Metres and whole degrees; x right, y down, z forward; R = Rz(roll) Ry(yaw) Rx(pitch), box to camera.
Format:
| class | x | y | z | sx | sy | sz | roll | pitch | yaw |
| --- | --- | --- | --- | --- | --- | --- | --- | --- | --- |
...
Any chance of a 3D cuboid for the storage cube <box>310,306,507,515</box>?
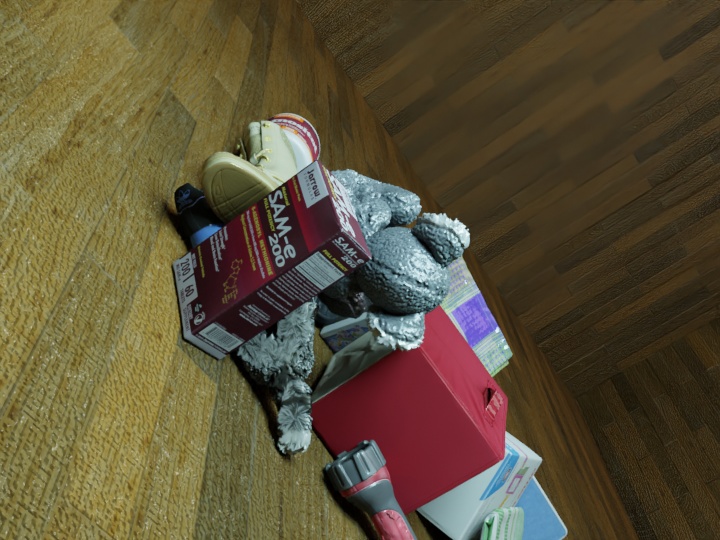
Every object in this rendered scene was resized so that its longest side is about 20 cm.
| class | x | y | z | sx | sy | sz | roll | pitch | yaw |
| --- | --- | --- | --- | --- | --- | --- | --- | --- | --- |
| storage cube | 0.063 | 0.165 | 1.002 | 0.180 | 0.199 | 0.171 | 52 | 19 | -7 |

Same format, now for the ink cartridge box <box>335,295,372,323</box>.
| class | x | y | z | sx | sy | sz | roll | pitch | yaw |
| --- | --- | --- | --- | --- | --- | --- | --- | --- | --- |
| ink cartridge box | 0.000 | 0.000 | 1.165 | 0.084 | 0.175 | 0.201 | -39 | 99 | -36 |

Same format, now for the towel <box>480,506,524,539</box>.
| class | x | y | z | sx | sy | sz | roll | pitch | yaw |
| --- | --- | --- | --- | --- | --- | --- | --- | --- | --- |
| towel | 0.199 | 0.415 | 1.133 | 0.200 | 0.023 | 0.155 | 32 | 64 | -62 |

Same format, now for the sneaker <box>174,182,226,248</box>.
| class | x | y | z | sx | sy | sz | roll | pitch | yaw |
| --- | --- | --- | --- | --- | --- | --- | --- | --- | --- |
| sneaker | -0.160 | -0.067 | 0.993 | 0.079 | 0.070 | 0.200 | 65 | 15 | 7 |

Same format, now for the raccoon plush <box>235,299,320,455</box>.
| class | x | y | z | sx | sy | sz | roll | pitch | yaw |
| --- | --- | --- | --- | --- | --- | --- | --- | --- | --- |
| raccoon plush | -0.090 | 0.105 | 0.916 | 0.134 | 0.095 | 0.203 | 56 | 34 | -78 |

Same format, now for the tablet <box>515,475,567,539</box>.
| class | x | y | z | sx | sy | sz | roll | pitch | yaw |
| --- | --- | --- | --- | --- | --- | --- | --- | --- | --- |
| tablet | 0.232 | 0.375 | 1.285 | 0.201 | 0.129 | 0.014 | 58 | -6 | -2 |

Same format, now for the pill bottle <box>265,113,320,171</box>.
| class | x | y | z | sx | sy | sz | roll | pitch | yaw |
| --- | --- | --- | --- | --- | --- | --- | --- | --- | --- |
| pill bottle | -0.124 | -0.190 | 1.294 | 0.113 | 0.112 | 0.200 | 53 | 14 | -16 |

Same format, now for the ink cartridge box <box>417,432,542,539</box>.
| class | x | y | z | sx | sy | sz | roll | pitch | yaw |
| --- | --- | --- | --- | --- | --- | --- | --- | --- | --- |
| ink cartridge box | 0.178 | 0.308 | 1.166 | 0.084 | 0.145 | 0.200 | 32 | 1 | 28 |

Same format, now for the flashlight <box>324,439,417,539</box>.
| class | x | y | z | sx | sy | sz | roll | pitch | yaw |
| --- | --- | --- | --- | --- | --- | --- | --- | --- | --- |
| flashlight | 0.034 | 0.295 | 0.903 | 0.202 | 0.067 | 0.068 | 62 | -28 | 4 |

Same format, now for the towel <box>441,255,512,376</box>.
| class | x | y | z | sx | sy | sz | roll | pitch | yaw |
| --- | --- | --- | --- | --- | --- | --- | --- | --- | --- |
| towel | 0.136 | 0.067 | 1.127 | 0.143 | 0.023 | 0.202 | -26 | 91 | -44 |

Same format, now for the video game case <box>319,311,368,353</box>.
| class | x | y | z | sx | sy | sz | roll | pitch | yaw |
| --- | --- | --- | --- | --- | --- | --- | --- | --- | --- |
| video game case | 0.051 | 0.141 | 1.140 | 0.201 | 0.142 | 0.018 | 53 | 41 | -19 |

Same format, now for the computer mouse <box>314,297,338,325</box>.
| class | x | y | z | sx | sy | sz | roll | pitch | yaw |
| --- | --- | --- | --- | --- | --- | --- | --- | --- | --- |
| computer mouse | -0.103 | 0.006 | 1.130 | 0.200 | 0.034 | 0.059 | 48 | 37 | -20 |

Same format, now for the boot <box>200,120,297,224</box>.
| class | x | y | z | sx | sy | sz | roll | pitch | yaw |
| --- | --- | --- | --- | --- | --- | --- | --- | --- | --- |
| boot | -0.126 | -0.121 | 0.954 | 0.200 | 0.072 | 0.157 | 34 | 34 | -51 |

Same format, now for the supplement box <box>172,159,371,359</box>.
| class | x | y | z | sx | sy | sz | roll | pitch | yaw |
| --- | --- | --- | --- | --- | --- | --- | --- | --- | --- |
| supplement box | -0.095 | -0.010 | 0.820 | 0.061 | 0.199 | 0.110 | 41 | 20 | -46 |

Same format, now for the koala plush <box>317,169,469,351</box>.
| class | x | y | z | sx | sy | sz | roll | pitch | yaw |
| --- | --- | --- | --- | --- | --- | --- | --- | --- | --- |
| koala plush | 0.019 | -0.011 | 0.902 | 0.199 | 0.179 | 0.183 | 34 | 5 | 36 |
